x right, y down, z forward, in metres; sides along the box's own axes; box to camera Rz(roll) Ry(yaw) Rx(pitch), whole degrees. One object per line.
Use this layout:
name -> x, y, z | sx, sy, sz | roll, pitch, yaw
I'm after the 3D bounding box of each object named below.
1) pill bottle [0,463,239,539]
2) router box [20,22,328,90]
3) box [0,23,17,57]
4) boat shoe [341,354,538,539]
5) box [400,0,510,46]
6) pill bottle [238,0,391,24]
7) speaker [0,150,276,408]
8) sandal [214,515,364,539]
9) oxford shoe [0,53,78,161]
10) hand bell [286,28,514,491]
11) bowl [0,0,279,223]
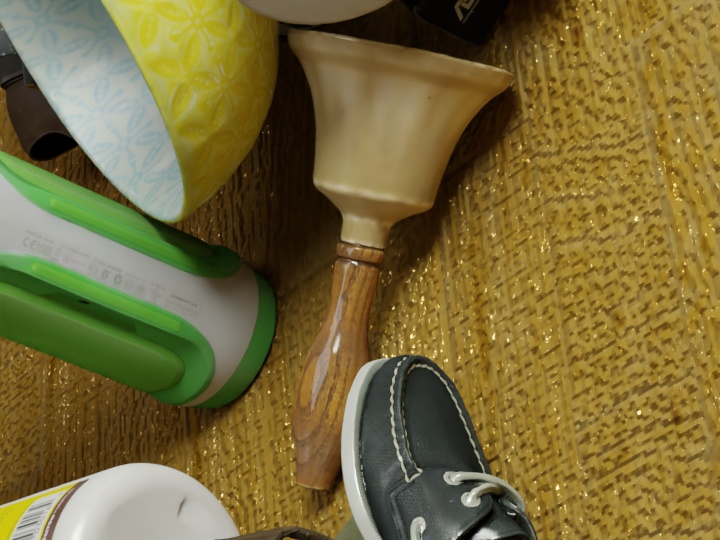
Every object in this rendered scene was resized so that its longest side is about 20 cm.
pill bottle -> -0.150, 0.162, 1.051 | 0.200, 0.109, 0.109 | -21, 54, 45
router box -> -0.108, -0.203, 1.134 | 0.157, 0.052, 0.200 | -14, 79, 27
box -> -0.209, -0.219, 1.180 | 0.137, 0.038, 0.200 | -87, -13, -75
boat shoe -> 0.044, 0.116, 0.866 | 0.060, 0.076, 0.200 | -35, 57, 37
box -> 0.065, -0.228, 1.058 | 0.200, 0.049, 0.161 | -56, 35, 16
pill bottle -> -0.032, -0.204, 0.933 | 0.113, 0.113, 0.200 | -43, 44, 28
speaker -> -0.139, 0.001, 1.053 | 0.088, 0.200, 0.089 | -30, 48, 40
sandal -> -0.059, 0.147, 0.924 | 0.201, 0.057, 0.080 | -34, 10, -7
oxford shoe -> -0.116, -0.104, 1.218 | 0.200, 0.073, 0.085 | -16, 83, 42
hand bell -> 0.000, 0.000, 0.998 | 0.104, 0.104, 0.200 | 14, 94, 54
bowl -> -0.093, -0.132, 1.014 | 0.108, 0.200, 0.200 | -32, 31, -17
